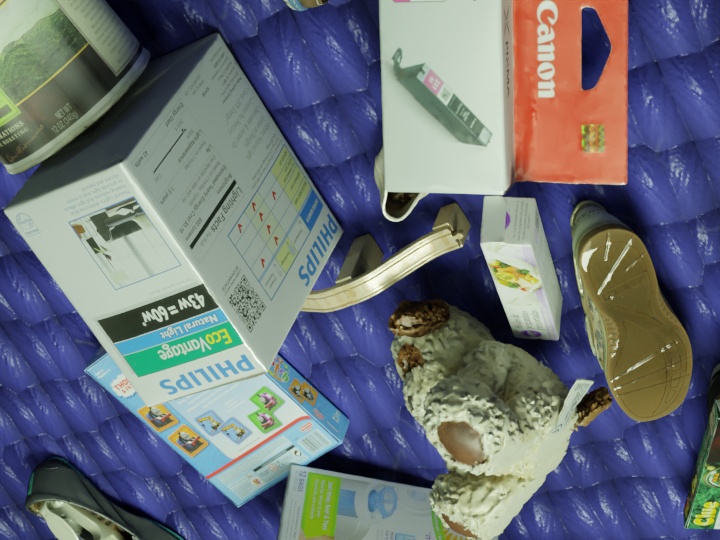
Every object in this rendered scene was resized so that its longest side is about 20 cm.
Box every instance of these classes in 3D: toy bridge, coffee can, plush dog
[{"bbox_3d":[0.000,0.000,1.352,0.199,0.067,0.027,-20,117,31],"label":"toy bridge"},{"bbox_3d":[-0.276,-0.196,1.249,0.146,0.147,0.200,-26,114,32],"label":"coffee can"},{"bbox_3d":[0.093,0.094,1.341,0.172,0.160,0.201,44,160,28],"label":"plush dog"}]

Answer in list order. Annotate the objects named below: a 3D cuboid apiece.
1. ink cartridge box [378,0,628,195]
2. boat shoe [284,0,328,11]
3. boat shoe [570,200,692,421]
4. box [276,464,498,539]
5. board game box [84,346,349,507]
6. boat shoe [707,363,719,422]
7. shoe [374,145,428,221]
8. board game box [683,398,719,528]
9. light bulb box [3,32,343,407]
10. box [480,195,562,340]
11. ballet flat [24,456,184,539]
[{"bbox_3d":[0.101,-0.155,1.171,0.172,0.044,0.202,2,103,18],"label":"ink cartridge box"},{"bbox_3d":[-0.022,-0.272,1.153,0.072,0.072,0.201,9,128,11],"label":"boat shoe"},{"bbox_3d":[0.214,0.033,1.316,0.073,0.063,0.201,-20,123,0],"label":"boat shoe"},{"bbox_3d":[0.021,0.265,1.495,0.198,0.113,0.102,10,129,-2],"label":"box"},{"bbox_3d":[-0.131,0.114,1.501,0.200,0.037,0.151,44,127,-17],"label":"board game box"},{"bbox_3d":[0.371,0.094,1.300,0.200,0.063,0.074,-14,119,25],"label":"boat shoe"},{"bbox_3d":[0.064,-0.116,1.251,0.070,0.054,0.201,27,129,-3],"label":"shoe"},{"bbox_3d":[0.324,0.160,1.333,0.104,0.024,0.201,-1,147,1],"label":"board game box"},{"bbox_3d":[-0.137,-0.039,1.285,0.124,0.199,0.201,-17,117,31],"label":"light bulb box"},{"bbox_3d":[0.125,0.001,1.263,0.038,0.042,0.200,3,160,14],"label":"box"},{"bbox_3d":[-0.249,0.266,1.635,0.199,0.073,0.073,37,128,-11],"label":"ballet flat"}]
